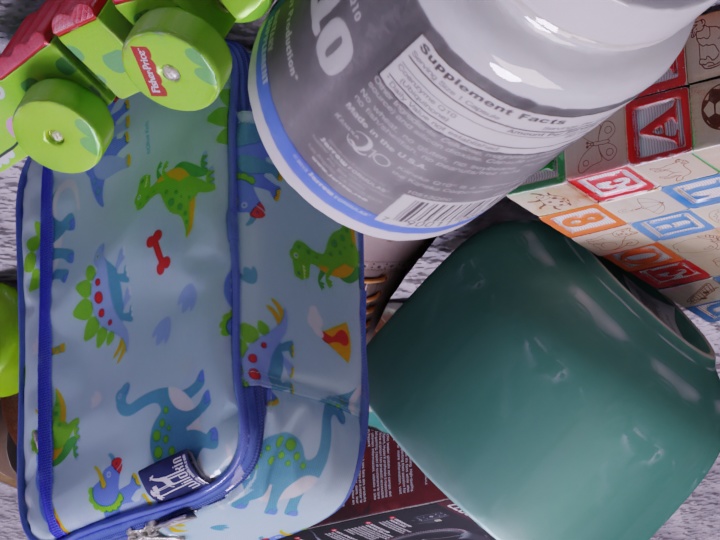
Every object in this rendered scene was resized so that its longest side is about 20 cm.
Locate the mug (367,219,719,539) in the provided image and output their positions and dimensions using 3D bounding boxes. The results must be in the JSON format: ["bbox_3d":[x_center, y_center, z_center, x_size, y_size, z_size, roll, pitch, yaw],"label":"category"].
[{"bbox_3d":[0.080,0.040,1.268,0.114,0.185,0.152,-47,153,11],"label":"mug"}]

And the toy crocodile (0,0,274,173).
[{"bbox_3d":[-0.090,-0.090,1.052,0.062,0.068,0.200,44,140,-20],"label":"toy crocodile"}]

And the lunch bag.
[{"bbox_3d":[-0.075,0.019,1.151,0.082,0.200,0.161,16,154,-39],"label":"lunch bag"}]

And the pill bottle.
[{"bbox_3d":[0.048,-0.094,0.981,0.114,0.114,0.200,7,158,-23],"label":"pill bottle"}]

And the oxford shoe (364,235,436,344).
[{"bbox_3d":[0.000,0.000,1.290,0.071,0.073,0.200,6,158,-19],"label":"oxford shoe"}]

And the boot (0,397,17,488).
[{"bbox_3d":[-0.169,0.105,1.596,0.075,0.074,0.200,8,163,32],"label":"boot"}]

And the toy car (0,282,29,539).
[{"bbox_3d":[-0.131,0.128,1.404,0.158,0.200,0.164,11,170,41],"label":"toy car"}]

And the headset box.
[{"bbox_3d":[0.033,0.126,1.633,0.200,0.075,0.149,-15,156,32],"label":"headset box"}]

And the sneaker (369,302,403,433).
[{"bbox_3d":[0.072,0.056,1.466,0.200,0.071,0.080,5,161,4],"label":"sneaker"}]

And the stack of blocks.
[{"bbox_3d":[0.158,-0.041,1.216,0.115,0.059,0.200,-13,157,28],"label":"stack of blocks"}]
